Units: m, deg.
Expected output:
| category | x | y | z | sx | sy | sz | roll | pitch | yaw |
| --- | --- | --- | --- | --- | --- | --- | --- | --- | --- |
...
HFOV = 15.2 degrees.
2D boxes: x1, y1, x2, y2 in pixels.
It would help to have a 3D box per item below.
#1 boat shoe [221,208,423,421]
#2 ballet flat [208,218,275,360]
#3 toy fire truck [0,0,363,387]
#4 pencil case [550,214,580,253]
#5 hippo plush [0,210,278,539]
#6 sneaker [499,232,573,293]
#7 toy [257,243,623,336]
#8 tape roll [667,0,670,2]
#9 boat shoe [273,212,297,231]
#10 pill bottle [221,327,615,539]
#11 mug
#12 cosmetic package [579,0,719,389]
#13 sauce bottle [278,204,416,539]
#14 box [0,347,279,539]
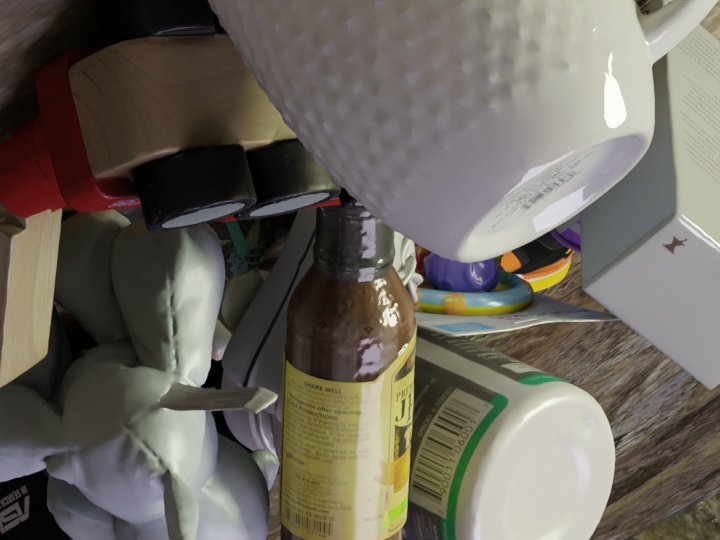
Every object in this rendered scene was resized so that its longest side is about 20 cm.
| category | x | y | z | sx | sy | sz | roll | pitch | yaw |
| --- | --- | --- | --- | --- | --- | --- | --- | --- | --- |
| boat shoe | 0.000 | 0.000 | 1.320 | 0.073 | 0.065 | 0.201 | -27 | 154 | -44 |
| ballet flat | -0.080 | 0.011 | 1.393 | 0.074 | 0.075 | 0.200 | -27 | 165 | -14 |
| toy fire truck | -0.084 | -0.037 | 1.164 | 0.199 | 0.130 | 0.175 | -19 | 173 | 43 |
| pencil case | 0.184 | -0.062 | 1.614 | 0.085 | 0.085 | 0.200 | 11 | -160 | 33 |
| hippo plush | -0.093 | 0.072 | 1.292 | 0.160 | 0.199 | 0.161 | -63 | 146 | -18 |
| sneaker | 0.060 | -0.019 | 1.605 | 0.199 | 0.070 | 0.090 | -20 | 146 | -38 |
| toy | 0.034 | -0.007 | 1.426 | 0.114 | 0.048 | 0.199 | -5 | -169 | -35 |
| tape roll | 0.226 | -0.206 | 1.349 | 0.202 | 0.037 | 0.203 | -29 | 165 | -8 |
| boat shoe | 0.046 | -0.064 | 1.393 | 0.199 | 0.068 | 0.072 | -26 | 165 | -17 |
| pill bottle | 0.026 | 0.083 | 1.410 | 0.113 | 0.199 | 0.114 | -21 | 122 | -38 |
| mug | 0.050 | -0.113 | 1.019 | 0.199 | 0.176 | 0.148 | -31 | 166 | 2 |
| cosmetic package | 0.173 | -0.045 | 1.435 | 0.071 | 0.101 | 0.201 | -39 | -153 | 29 |
| sauce bottle | -0.005 | 0.046 | 1.269 | 0.064 | 0.065 | 0.201 | -20 | 124 | -37 |
| box | -0.158 | 0.118 | 1.514 | 0.199 | 0.087 | 0.163 | -31 | 168 | 29 |
